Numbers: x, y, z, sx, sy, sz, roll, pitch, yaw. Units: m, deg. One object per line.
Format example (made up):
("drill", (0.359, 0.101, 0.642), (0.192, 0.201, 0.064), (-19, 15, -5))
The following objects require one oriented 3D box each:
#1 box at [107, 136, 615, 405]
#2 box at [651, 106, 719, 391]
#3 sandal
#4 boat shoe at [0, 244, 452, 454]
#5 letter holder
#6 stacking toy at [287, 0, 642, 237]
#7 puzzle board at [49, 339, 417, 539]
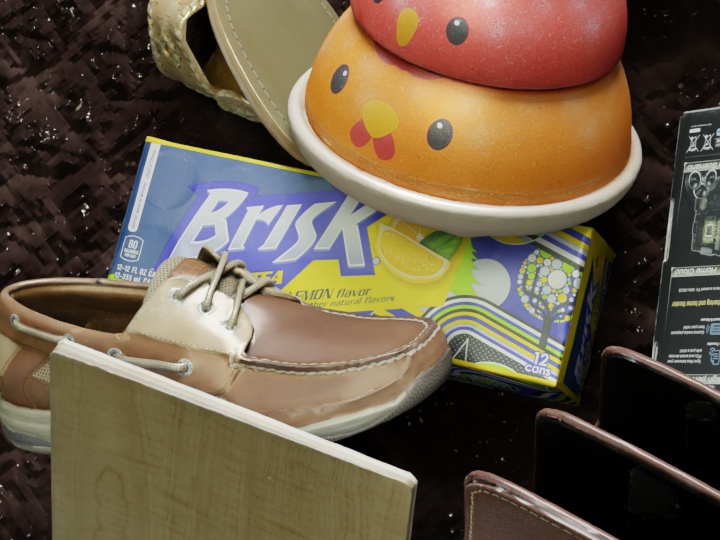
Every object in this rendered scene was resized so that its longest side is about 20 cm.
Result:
("box", (0.000, 0.000, 0.868), (0.200, 0.064, 0.070), (12, 82, 18))
("box", (0.197, 0.013, 0.767), (0.200, 0.043, 0.161), (-4, 74, 51))
("sandal", (-0.064, -0.115, 0.919), (0.070, 0.078, 0.212), (-42, 61, 36))
("boat shoe", (-0.063, 0.030, 0.814), (0.200, 0.076, 0.072), (-4, 108, 21))
("letter holder", (0.142, 0.108, 0.685), (0.200, 0.142, 0.101), (30, 66, 20))
("stacking toy", (0.052, -0.127, 0.797), (0.146, 0.146, 0.200), (19, 123, 18))
("puzzle board", (-0.054, 0.127, 0.815), (0.150, 0.200, 0.017), (19, 40, 17))
